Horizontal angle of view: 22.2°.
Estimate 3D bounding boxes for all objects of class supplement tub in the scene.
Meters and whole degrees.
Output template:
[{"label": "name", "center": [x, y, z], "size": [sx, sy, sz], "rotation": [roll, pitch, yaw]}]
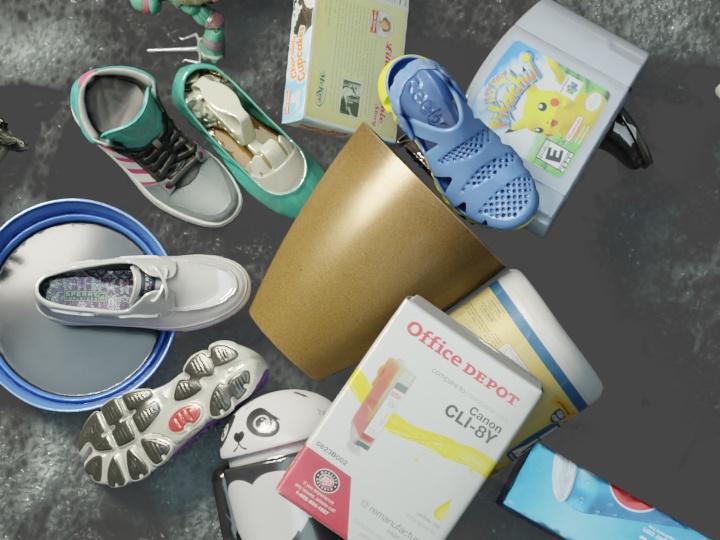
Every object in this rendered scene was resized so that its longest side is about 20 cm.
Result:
[{"label": "supplement tub", "center": [0.103, 0.110, 1.670], "size": [0.200, 0.145, 0.145], "rotation": [-36, 85, 4]}]

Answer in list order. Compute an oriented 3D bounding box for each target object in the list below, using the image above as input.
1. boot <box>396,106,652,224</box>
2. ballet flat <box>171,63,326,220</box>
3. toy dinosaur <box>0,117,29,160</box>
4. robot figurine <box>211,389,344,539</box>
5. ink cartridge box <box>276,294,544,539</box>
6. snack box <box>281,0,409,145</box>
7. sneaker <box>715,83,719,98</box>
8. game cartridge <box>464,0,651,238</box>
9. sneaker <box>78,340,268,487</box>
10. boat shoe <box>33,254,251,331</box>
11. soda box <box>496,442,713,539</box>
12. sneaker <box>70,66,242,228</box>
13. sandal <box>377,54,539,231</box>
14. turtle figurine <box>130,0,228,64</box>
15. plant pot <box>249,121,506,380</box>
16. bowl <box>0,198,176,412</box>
[{"label": "boot", "center": [0.157, -0.112, 1.750], "size": [0.200, 0.069, 0.174], "rotation": [40, 82, 14]}, {"label": "ballet flat", "center": [-0.104, -0.121, 1.740], "size": [0.200, 0.070, 0.067], "rotation": [43, 82, 4]}, {"label": "toy dinosaur", "center": [-0.399, -0.100, 1.721], "size": [0.200, 0.102, 0.136], "rotation": [45, 98, 1]}, {"label": "robot figurine", "center": [-0.057, 0.209, 1.666], "size": [0.150, 0.125, 0.201], "rotation": [-14, 86, -5]}, {"label": "ink cartridge box", "center": [0.043, 0.140, 1.560], "size": [0.145, 0.083, 0.200], "rotation": [34, 93, 3]}, {"label": "snack box", "center": [-0.011, -0.226, 1.744], "size": [0.116, 0.037, 0.201], "rotation": [12, 80, -38]}, {"label": "sneaker", "center": [0.413, -0.233, 1.771], "size": [0.087, 0.075, 0.200], "rotation": [32, 82, 9]}, {"label": "game cartridge", "center": [0.164, -0.147, 1.705], "size": [0.133, 0.040, 0.200], "rotation": [29, 85, 13]}, {"label": "sneaker", "center": [-0.168, 0.140, 1.704], "size": [0.200, 0.083, 0.081], "rotation": [-29, 74, 11]}, {"label": "boat shoe", "center": [-0.201, 0.015, 1.680], "size": [0.199, 0.069, 0.072], "rotation": [3, 82, -1]}, {"label": "soda box", "center": [0.230, 0.236, 1.704], "size": [0.200, 0.064, 0.068], "rotation": [29, 83, 2]}, {"label": "sneaker", "center": [-0.193, -0.121, 1.712], "size": [0.200, 0.121, 0.084], "rotation": [38, 83, 3]}, {"label": "sandal", "center": [0.084, -0.117, 1.649], "size": [0.079, 0.087, 0.200], "rotation": [-41, 81, -3]}, {"label": "turtle figurine", "center": [-0.151, -0.273, 1.749], "size": [0.199, 0.101, 0.150], "rotation": [-19, 91, -13]}, {"label": "plant pot", "center": [0.000, 0.000, 1.683], "size": [0.186, 0.186, 0.200], "rotation": [45, 93, 4]}, {"label": "bowl", "center": [-0.269, 0.034, 1.730], "size": [0.200, 0.039, 0.202], "rotation": [0, 82, -1]}]
